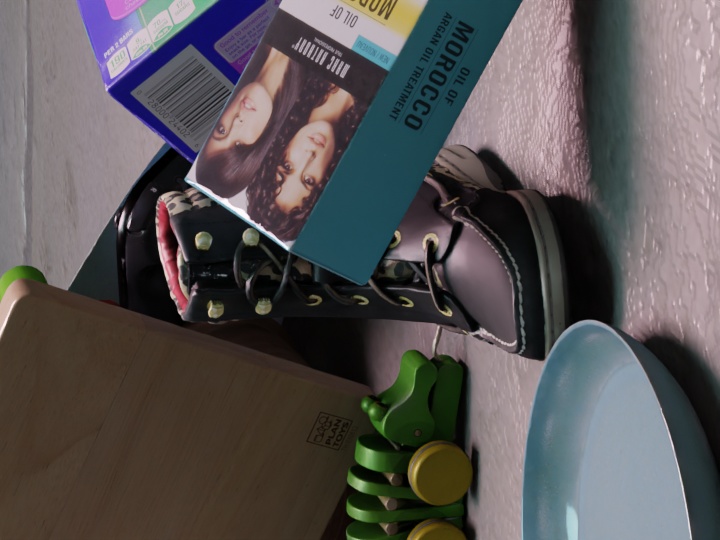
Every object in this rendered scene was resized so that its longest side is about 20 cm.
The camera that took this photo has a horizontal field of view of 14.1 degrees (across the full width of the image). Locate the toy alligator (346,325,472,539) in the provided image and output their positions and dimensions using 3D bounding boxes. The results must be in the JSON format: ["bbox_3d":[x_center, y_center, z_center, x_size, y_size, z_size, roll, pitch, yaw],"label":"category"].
[{"bbox_3d":[0.021,0.083,1.404,0.059,0.054,0.201,-136,45,-68],"label":"toy alligator"}]

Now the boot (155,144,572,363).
[{"bbox_3d":[0.000,0.001,1.268,0.204,0.153,0.074,-131,35,-68],"label":"boot"}]

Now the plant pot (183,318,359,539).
[{"bbox_3d":[-0.064,0.122,1.570,0.093,0.201,0.201,13,111,32],"label":"plant pot"}]

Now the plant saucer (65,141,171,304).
[{"bbox_3d":[-0.129,0.017,1.581,0.200,0.036,0.200,-59,-3,-4],"label":"plant saucer"}]

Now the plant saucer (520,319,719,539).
[{"bbox_3d":[0.107,0.119,1.149,0.200,0.027,0.201,177,90,-76],"label":"plant saucer"}]

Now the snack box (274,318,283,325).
[{"bbox_3d":[-0.101,0.037,1.742,0.200,0.068,0.169,179,107,-73],"label":"snack box"}]

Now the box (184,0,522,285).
[{"bbox_3d":[0.011,-0.102,1.202,0.082,0.049,0.200,33,96,46],"label":"box"}]

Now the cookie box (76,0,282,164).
[{"bbox_3d":[-0.059,-0.175,1.434,0.075,0.171,0.200,42,-164,-37],"label":"cookie box"}]

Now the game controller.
[{"bbox_3d":[-0.068,-0.045,1.529,0.200,0.042,0.104,-48,-22,-42],"label":"game controller"}]

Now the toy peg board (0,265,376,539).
[{"bbox_3d":[-0.127,0.102,1.452,0.200,0.199,0.098,-63,27,18],"label":"toy peg board"}]
